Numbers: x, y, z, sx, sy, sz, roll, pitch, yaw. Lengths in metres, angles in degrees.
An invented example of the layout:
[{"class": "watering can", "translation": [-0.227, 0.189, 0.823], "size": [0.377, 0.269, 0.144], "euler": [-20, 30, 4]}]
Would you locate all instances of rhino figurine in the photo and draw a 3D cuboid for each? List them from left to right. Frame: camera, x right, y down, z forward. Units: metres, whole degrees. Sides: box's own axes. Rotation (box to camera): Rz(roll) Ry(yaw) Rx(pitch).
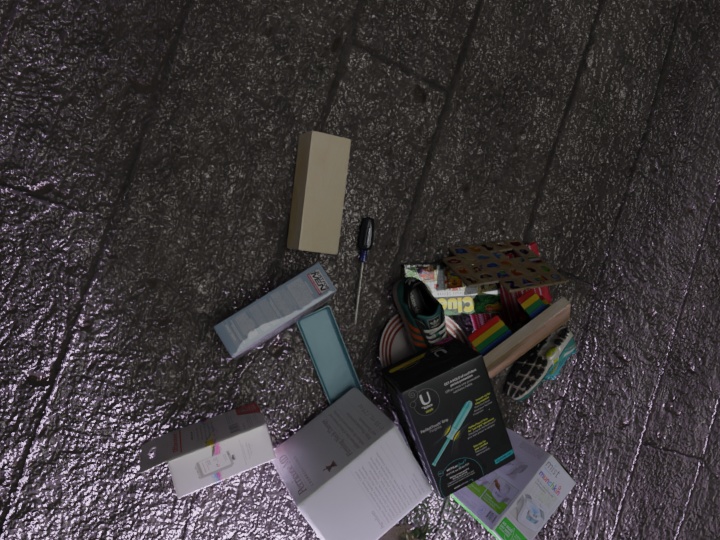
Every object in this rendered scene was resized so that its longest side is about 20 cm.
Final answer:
[{"class": "rhino figurine", "translation": [0.056, 0.551, 1.046], "size": [0.199, 0.060, 0.088], "euler": [-29, 93, -20]}]

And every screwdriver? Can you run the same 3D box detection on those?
[{"class": "screwdriver", "translation": [0.000, 0.000, 0.997], "size": [0.029, 0.028, 0.201], "euler": [14, 85, -50]}]

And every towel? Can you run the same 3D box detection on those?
[{"class": "towel", "translation": [0.305, 0.040, 1.121], "size": [0.199, 0.022, 0.145], "euler": [-23, 104, -16]}]

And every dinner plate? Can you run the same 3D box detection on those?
[{"class": "dinner plate", "translation": [0.127, 0.167, 1.031], "size": [0.199, 0.024, 0.201], "euler": [9, 64, -18]}]

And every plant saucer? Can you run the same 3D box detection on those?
[{"class": "plant saucer", "translation": [-0.055, 0.167, 0.997], "size": [0.070, 0.019, 0.201], "euler": [-24, 103, -17]}]

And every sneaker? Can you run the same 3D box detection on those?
[{"class": "sneaker", "translation": [0.124, 0.105, 0.982], "size": [0.071, 0.080, 0.201], "euler": [-29, 93, -16]}, {"class": "sneaker", "translation": [0.392, 0.208, 1.141], "size": [0.200, 0.077, 0.080], "euler": [-42, 115, -13]}]

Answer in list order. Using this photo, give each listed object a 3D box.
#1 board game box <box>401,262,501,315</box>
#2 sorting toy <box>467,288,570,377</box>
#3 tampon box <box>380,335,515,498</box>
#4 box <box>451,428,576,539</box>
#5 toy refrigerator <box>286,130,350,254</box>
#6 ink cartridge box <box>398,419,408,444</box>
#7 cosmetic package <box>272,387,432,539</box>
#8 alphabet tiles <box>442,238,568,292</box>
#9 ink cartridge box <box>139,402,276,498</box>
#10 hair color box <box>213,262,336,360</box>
[{"class": "board game box", "translation": [0.180, 0.036, 1.052], "size": [0.199, 0.023, 0.106], "euler": [-3, 89, -13]}, {"class": "sorting toy", "translation": [0.300, 0.116, 1.035], "size": [0.200, 0.199, 0.070], "euler": [-39, 67, 7]}, {"class": "tampon box", "translation": [0.147, 0.243, 0.918], "size": [0.149, 0.126, 0.201], "euler": [-23, 102, -11]}, {"class": "box", "translation": [0.275, 0.408, 1.044], "size": [0.176, 0.200, 0.097], "euler": [-45, 108, -13]}, {"class": "toy refrigerator", "translation": [-0.075, -0.133, 0.941], "size": [0.075, 0.070, 0.202], "euler": [5, 93, -28]}, {"class": "ink cartridge box", "translation": [0.130, 0.242, 1.062], "size": [0.099, 0.039, 0.202], "euler": [2, 93, -20]}, {"class": "cosmetic package", "translation": [-0.018, 0.352, 0.936], "size": [0.200, 0.167, 0.167], "euler": [-35, 114, -15]}, {"class": "alphabet tiles", "translation": [0.268, -0.009, 1.033], "size": [0.199, 0.167, 0.008], "euler": [-8, 124, -20]}, {"class": "ink cartridge box", "translation": [-0.251, 0.297, 0.881], "size": [0.199, 0.116, 0.068], "euler": [-16, 100, -18]}, {"class": "hair color box", "translation": [-0.143, 0.071, 0.907], "size": [0.199, 0.099, 0.061], "euler": [-32, 85, -15]}]
